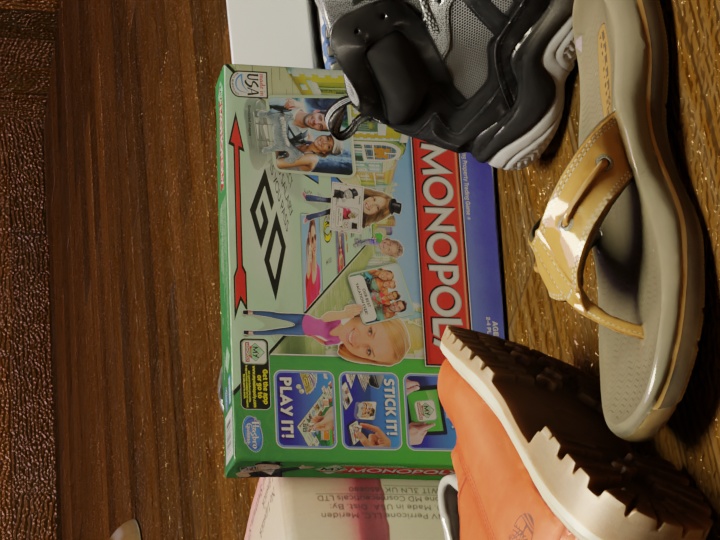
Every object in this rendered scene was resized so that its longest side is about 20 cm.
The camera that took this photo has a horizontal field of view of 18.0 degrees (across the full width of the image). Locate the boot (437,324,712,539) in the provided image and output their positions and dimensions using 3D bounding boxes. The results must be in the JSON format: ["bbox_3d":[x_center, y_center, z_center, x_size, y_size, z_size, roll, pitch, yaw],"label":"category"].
[{"bbox_3d":[0.061,0.093,0.883,0.200,0.075,0.108,-117,47,-65],"label":"boot"}]

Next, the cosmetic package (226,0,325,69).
[{"bbox_3d":[-0.036,-0.071,1.305,0.151,0.051,0.201,65,-161,-77],"label":"cosmetic package"}]

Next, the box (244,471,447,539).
[{"bbox_3d":[0.010,0.190,1.066,0.128,0.109,0.200,106,162,-46],"label":"box"}]

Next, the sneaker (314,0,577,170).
[{"bbox_3d":[0.040,-0.134,0.973,0.076,0.113,0.201,-107,23,-55],"label":"sneaker"}]

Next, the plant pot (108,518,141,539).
[{"bbox_3d":[-0.255,0.364,2.410,0.200,0.027,0.201,-177,90,-78],"label":"plant pot"}]

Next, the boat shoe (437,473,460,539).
[{"bbox_3d":[0.066,0.169,0.913,0.072,0.065,0.201,114,155,-59],"label":"boat shoe"}]

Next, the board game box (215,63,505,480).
[{"bbox_3d":[0.000,0.000,1.084,0.029,0.134,0.201,121,149,-65],"label":"board game box"}]

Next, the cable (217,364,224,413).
[{"bbox_3d":[-0.020,0.052,1.188,0.200,0.050,0.098,2,107,45],"label":"cable"}]

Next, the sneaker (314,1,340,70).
[{"bbox_3d":[-0.001,-0.190,1.264,0.085,0.077,0.201,-174,87,-82],"label":"sneaker"}]

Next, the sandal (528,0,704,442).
[{"bbox_3d":[0.090,-0.028,0.866,0.080,0.054,0.201,118,152,-63],"label":"sandal"}]
